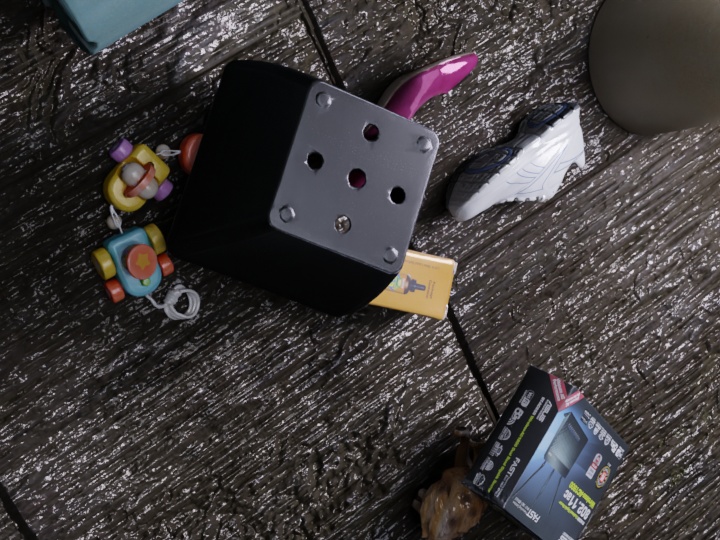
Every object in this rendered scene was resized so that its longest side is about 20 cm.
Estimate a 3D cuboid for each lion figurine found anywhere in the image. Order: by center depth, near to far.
[{"bbox_3d":[0.150,0.232,1.460,0.198,0.072,0.124,-8,108,-31],"label":"lion figurine"}]

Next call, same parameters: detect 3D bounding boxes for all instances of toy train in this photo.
[{"bbox_3d":[-0.179,-0.054,1.256,0.149,0.055,0.202,15,89,-28],"label":"toy train"}]

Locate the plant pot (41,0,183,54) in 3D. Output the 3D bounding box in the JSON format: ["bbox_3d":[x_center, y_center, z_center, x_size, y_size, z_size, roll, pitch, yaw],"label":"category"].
[{"bbox_3d":[-0.205,-0.307,1.141,0.196,0.200,0.201,-38,112,-11],"label":"plant pot"}]

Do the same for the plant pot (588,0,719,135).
[{"bbox_3d":[0.392,-0.245,1.453,0.186,0.200,0.189,-4,98,-28],"label":"plant pot"}]

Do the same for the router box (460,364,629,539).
[{"bbox_3d":[0.208,0.214,1.426,0.151,0.062,0.200,-58,141,-8],"label":"router box"}]

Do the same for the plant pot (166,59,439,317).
[{"bbox_3d":[-0.037,-0.078,1.195,0.199,0.177,0.201,21,82,-23],"label":"plant pot"}]

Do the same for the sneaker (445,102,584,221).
[{"bbox_3d":[0.181,-0.107,1.433,0.199,0.074,0.088,-35,116,-19],"label":"sneaker"}]

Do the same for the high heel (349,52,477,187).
[{"bbox_3d":[0.050,-0.152,1.357,0.199,0.067,0.097,-29,99,-6],"label":"high heel"}]

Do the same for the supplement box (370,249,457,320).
[{"bbox_3d":[0.000,0.000,1.352,0.198,0.069,0.067,13,90,-27],"label":"supplement box"}]
